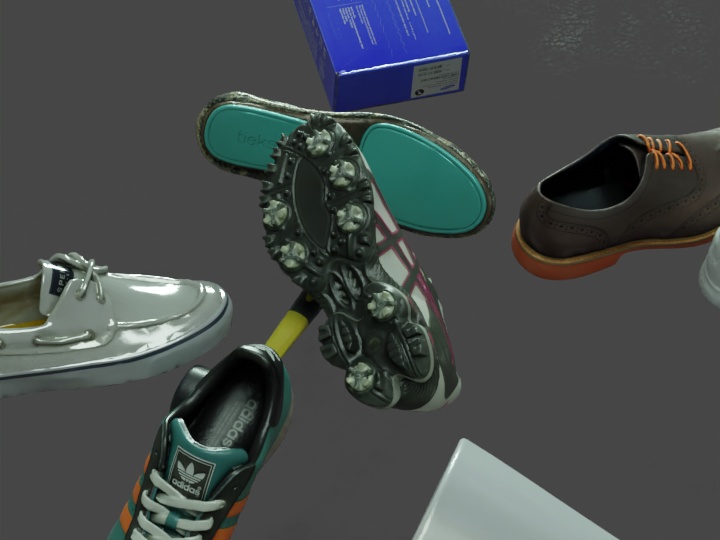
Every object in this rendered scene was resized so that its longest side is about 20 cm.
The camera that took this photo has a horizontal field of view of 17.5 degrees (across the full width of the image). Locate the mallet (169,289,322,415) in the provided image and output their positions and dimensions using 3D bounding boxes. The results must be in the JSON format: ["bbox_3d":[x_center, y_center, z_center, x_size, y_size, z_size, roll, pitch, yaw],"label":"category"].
[{"bbox_3d":[-0.034,0.040,1.432,0.066,0.041,0.200,32,53,17],"label":"mallet"}]

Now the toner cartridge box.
[{"bbox_3d":[0.001,-0.202,1.606,0.095,0.043,0.200,-10,55,-13],"label":"toner cartridge box"}]

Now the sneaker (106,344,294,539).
[{"bbox_3d":[-0.100,0.128,1.309,0.071,0.080,0.200,22,73,10],"label":"sneaker"}]

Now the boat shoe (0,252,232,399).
[{"bbox_3d":[-0.176,0.025,1.398,0.200,0.070,0.071,-9,34,-8],"label":"boat shoe"}]

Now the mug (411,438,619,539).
[{"bbox_3d":[0.084,0.206,1.277,0.153,0.187,0.149,25,22,3],"label":"mug"}]

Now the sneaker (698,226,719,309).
[{"bbox_3d":[0.320,-0.030,1.462,0.200,0.116,0.074,-7,53,-12],"label":"sneaker"}]

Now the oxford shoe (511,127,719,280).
[{"bbox_3d":[0.192,-0.056,1.495,0.200,0.073,0.071,-23,58,-21],"label":"oxford shoe"}]

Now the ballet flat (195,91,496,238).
[{"bbox_3d":[-0.006,-0.073,1.498,0.200,0.068,0.075,16,11,7],"label":"ballet flat"}]

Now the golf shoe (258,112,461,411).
[{"bbox_3d":[0.000,0.000,1.426,0.077,0.088,0.200,-29,65,20],"label":"golf shoe"}]
